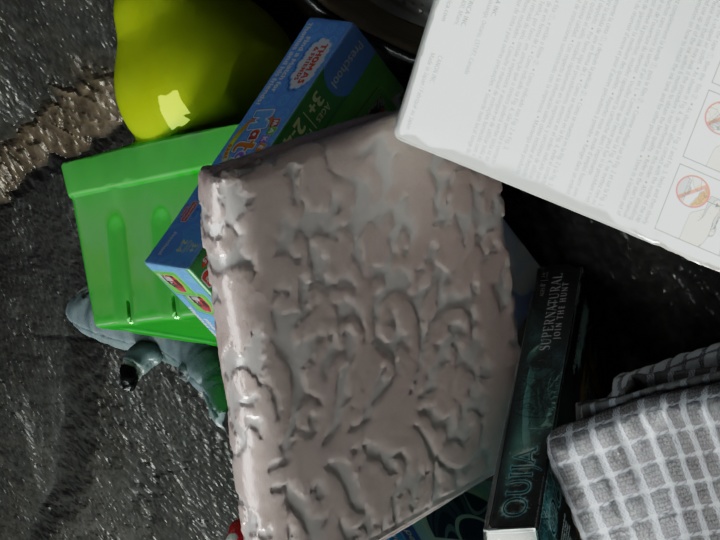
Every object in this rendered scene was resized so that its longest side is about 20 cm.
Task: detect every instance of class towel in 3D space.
[{"bbox_3d":[0.185,0.131,1.088,0.165,0.085,0.201,-17,95,49],"label":"towel"},{"bbox_3d":[0.004,0.026,1.133,0.032,0.191,0.201,7,111,41],"label":"towel"}]

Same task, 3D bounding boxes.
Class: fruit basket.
[{"bbox_3d":[-0.064,-0.068,1.278,0.215,0.155,0.216,-16,69,50],"label":"fruit basket"}]

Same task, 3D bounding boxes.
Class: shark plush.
[{"bbox_3d":[-0.107,0.051,1.415,0.200,0.083,0.091,52,163,45],"label":"shark plush"}]

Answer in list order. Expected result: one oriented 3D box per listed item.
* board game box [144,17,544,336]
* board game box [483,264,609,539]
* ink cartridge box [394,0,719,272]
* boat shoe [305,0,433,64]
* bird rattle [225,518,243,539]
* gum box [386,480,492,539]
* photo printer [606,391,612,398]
[{"bbox_3d":[0.000,0.000,1.179,0.037,0.152,0.200,10,149,44],"label":"board game box"},{"bbox_3d":[0.099,0.110,1.196,0.028,0.200,0.136,-4,125,16],"label":"board game box"},{"bbox_3d":[0.129,-0.096,1.044,0.199,0.050,0.161,22,119,7],"label":"ink cartridge box"},{"bbox_3d":[0.058,-0.112,1.126,0.200,0.060,0.074,33,145,22],"label":"boat shoe"},{"bbox_3d":[-0.001,0.159,1.372,0.163,0.200,0.112,38,157,-34],"label":"bird rattle"},{"bbox_3d":[0.070,0.182,1.255,0.045,0.200,0.170,-50,51,25],"label":"gum box"},{"bbox_3d":[0.223,0.135,1.185,0.200,0.069,0.167,4,126,46],"label":"photo printer"}]
